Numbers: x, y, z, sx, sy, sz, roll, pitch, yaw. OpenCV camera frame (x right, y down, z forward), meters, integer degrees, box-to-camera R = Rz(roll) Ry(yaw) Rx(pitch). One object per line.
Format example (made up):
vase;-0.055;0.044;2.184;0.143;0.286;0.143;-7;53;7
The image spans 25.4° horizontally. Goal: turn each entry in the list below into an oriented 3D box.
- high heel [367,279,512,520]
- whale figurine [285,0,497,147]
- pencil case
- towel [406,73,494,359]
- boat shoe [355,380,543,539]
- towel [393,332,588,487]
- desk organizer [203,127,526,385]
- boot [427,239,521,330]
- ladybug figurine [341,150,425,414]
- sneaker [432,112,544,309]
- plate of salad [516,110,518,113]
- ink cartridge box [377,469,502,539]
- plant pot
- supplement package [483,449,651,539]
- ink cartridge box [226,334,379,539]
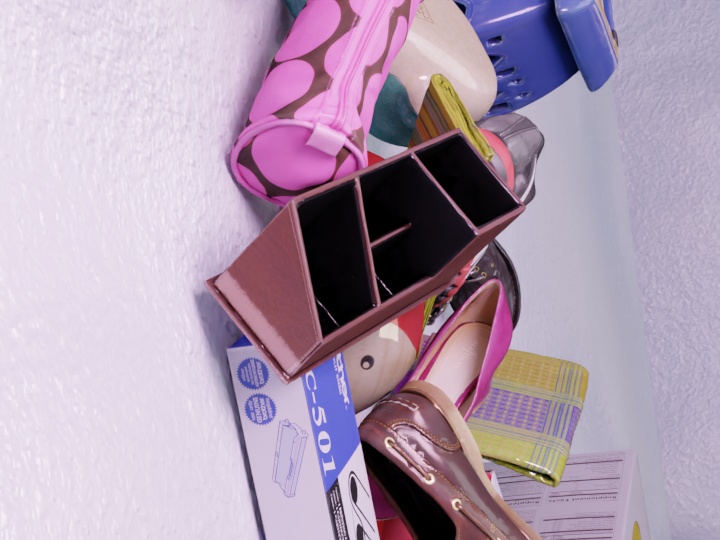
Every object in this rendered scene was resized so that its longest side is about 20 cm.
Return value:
high heel;0.051;0.087;1.100;0.200;0.067;0.096;-39;144;-46
whale figurine;0.008;-0.154;1.138;0.200;0.104;0.159;14;44;-51
pencil case;-0.009;-0.132;0.970;0.091;0.094;0.200;37;54;-27
towel;0.044;-0.033;1.095;0.200;0.018;0.086;107;-30;-43
boat shoe;0.062;0.169;1.008;0.200;0.070;0.070;55;45;-3
towel;0.099;0.101;1.231;0.200;0.144;0.023;-59;160;-67
desk organizer;0.010;-0.014;0.905;0.072;0.077;0.200;50;33;7
boot;0.069;0.001;1.322;0.174;0.069;0.200;-59;132;-62
ladybug figurine;0.000;0.000;1.043;0.136;0.072;0.200;57;29;-56
sneaker;0.076;-0.043;1.166;0.098;0.071;0.200;-37;165;-38
plate of salad;0.137;-0.166;1.661;0.200;0.048;0.200;0;90;-81
ink cartridge box;0.054;0.240;1.097;0.200;0.084;0.176;-78;154;-50
plant pot;0.127;-0.256;1.423;0.200;0.180;0.200;46;39;-66
supplement package;0.166;0.267;1.355;0.200;0.151;0.152;-56;136;-67
ink cartridge box;-0.027;0.127;0.937;0.094;0.044;0.200;-44;124;-73
